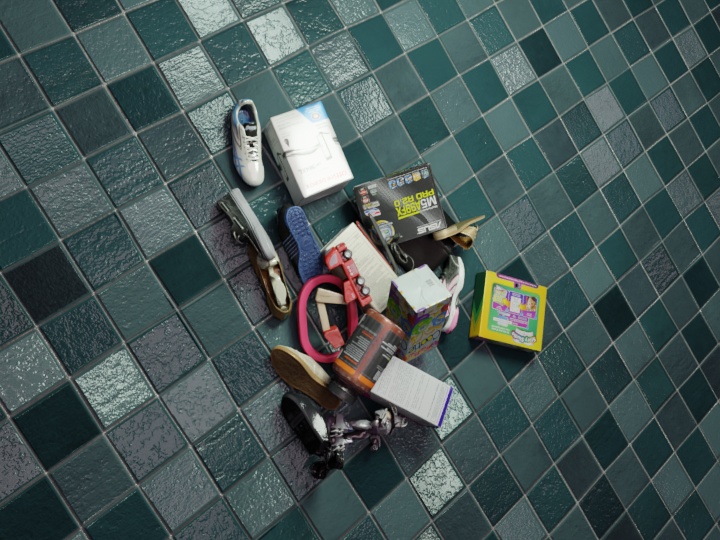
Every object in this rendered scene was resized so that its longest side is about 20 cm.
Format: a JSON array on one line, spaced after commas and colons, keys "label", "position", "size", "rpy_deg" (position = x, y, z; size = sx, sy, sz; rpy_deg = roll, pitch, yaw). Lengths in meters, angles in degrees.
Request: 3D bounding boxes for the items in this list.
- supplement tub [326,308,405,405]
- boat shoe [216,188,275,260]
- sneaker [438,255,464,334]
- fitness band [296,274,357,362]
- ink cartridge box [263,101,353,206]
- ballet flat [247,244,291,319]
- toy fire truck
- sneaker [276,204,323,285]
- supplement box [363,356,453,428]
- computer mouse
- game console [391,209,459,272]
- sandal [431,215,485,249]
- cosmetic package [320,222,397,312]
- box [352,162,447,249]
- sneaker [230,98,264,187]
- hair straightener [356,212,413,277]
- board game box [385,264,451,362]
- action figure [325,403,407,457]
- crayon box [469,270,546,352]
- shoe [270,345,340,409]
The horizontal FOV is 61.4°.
[{"label": "supplement tub", "position": [0.007, 0.194, 1.342], "size": [0.106, 0.107, 0.202], "rpy_deg": [36, 82, -12]}, {"label": "boat shoe", "position": [-0.256, -0.091, 1.357], "size": [0.070, 0.072, 0.201], "rpy_deg": [-32, 64, -5]}, {"label": "sneaker", "position": [0.208, 0.052, 1.535], "size": [0.084, 0.080, 0.205], "rpy_deg": [12, 71, -9]}, {"label": "fitness band", "position": [-0.078, 0.111, 1.410], "size": [0.140, 0.037, 0.205], "rpy_deg": [-4, 93, -15]}, {"label": "ink cartridge box", "position": [-0.123, -0.276, 1.448], "size": [0.144, 0.084, 0.204], "rpy_deg": [-25, 90, -24]}, {"label": "ballet flat", "position": [-0.200, 0.013, 1.375], "size": [0.067, 0.072, 0.205], "rpy_deg": [-16, 87, -24]}, {"label": "toy fire truck", "position": [-0.050, 0.056, 1.367], "size": [0.139, 0.049, 0.203], "rpy_deg": [-27, 97, -6]}, {"label": "sneaker", "position": [-0.144, -0.058, 1.418], "size": [0.069, 0.077, 0.204], "rpy_deg": [-23, 111, -26]}, {"label": "supplement box", "position": [0.104, 0.283, 1.438], "size": [0.197, 0.101, 0.105], "rpy_deg": [28, 71, -16]}, {"label": "computer mouse", "position": [-0.105, 0.353, 1.344], "size": [0.052, 0.138, 0.202], "rpy_deg": [-25, 77, -41]}, {"label": "game console", "position": [0.143, -0.106, 1.565], "size": [0.176, 0.117, 0.200], "rpy_deg": [-44, 98, 8]}, {"label": "sandal", "position": [0.254, -0.084, 1.536], "size": [0.210, 0.077, 0.071], "rpy_deg": [-21, 96, -47]}, {"label": "cosmetic package", "position": [0.000, 0.000, 1.450], "size": [0.103, 0.087, 0.201], "rpy_deg": [-41, 98, -20]}, {"label": "box", "position": [0.095, -0.154, 1.473], "size": [0.196, 0.044, 0.164], "rpy_deg": [-16, 101, 3]}, {"label": "sneaker", "position": [-0.260, -0.296, 1.403], "size": [0.070, 0.072, 0.205], "rpy_deg": [-8, 86, -24]}, {"label": "hair straightener", "position": [0.072, -0.054, 1.450], "size": [0.076, 0.041, 0.202], "rpy_deg": [-34, 100, 6]}, {"label": "board game box", "position": [0.126, 0.105, 1.411], "size": [0.101, 0.202, 0.105], "rpy_deg": [-23, 54, -24]}, {"label": "action figure", "position": [0.015, 0.365, 1.391], "size": [0.195, 0.070, 0.132], "rpy_deg": [-7, 127, -11]}, {"label": "crayon box", "position": [0.392, 0.111, 1.608], "size": [0.196, 0.058, 0.177], "rpy_deg": [15, 77, -19]}, {"label": "shoe", "position": [-0.123, 0.238, 1.384], "size": [0.199, 0.054, 0.070], "rpy_deg": [42, 112, -8]}]
